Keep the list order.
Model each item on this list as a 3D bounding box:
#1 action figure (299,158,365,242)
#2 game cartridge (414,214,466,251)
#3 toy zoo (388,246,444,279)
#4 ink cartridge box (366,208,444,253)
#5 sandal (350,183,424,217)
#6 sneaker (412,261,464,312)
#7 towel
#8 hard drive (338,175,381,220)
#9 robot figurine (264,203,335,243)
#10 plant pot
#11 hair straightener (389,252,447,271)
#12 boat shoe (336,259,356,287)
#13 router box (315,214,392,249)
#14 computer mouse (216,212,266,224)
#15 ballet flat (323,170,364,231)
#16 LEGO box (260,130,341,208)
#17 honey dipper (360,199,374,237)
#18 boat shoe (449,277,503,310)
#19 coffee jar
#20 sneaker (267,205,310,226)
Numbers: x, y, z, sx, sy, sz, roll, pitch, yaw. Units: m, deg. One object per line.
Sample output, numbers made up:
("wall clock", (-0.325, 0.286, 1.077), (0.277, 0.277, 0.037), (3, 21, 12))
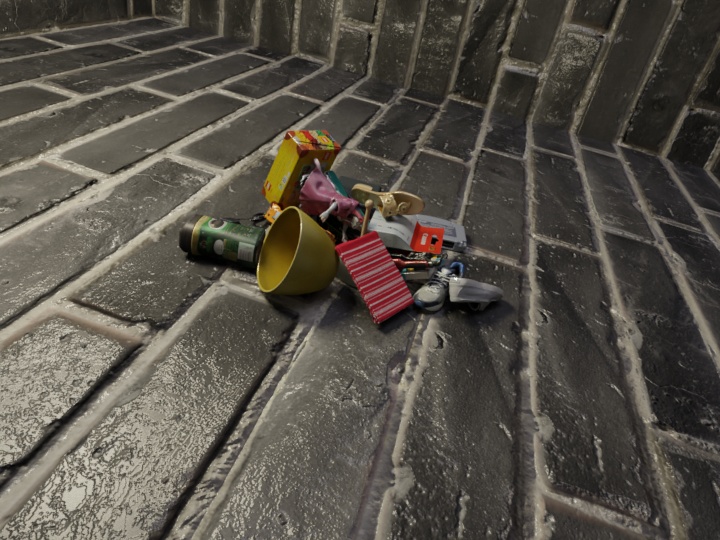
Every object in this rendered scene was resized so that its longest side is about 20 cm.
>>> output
("action figure", (-0.060, -0.171, 1.349), (0.196, 0.134, 0.151), (22, 78, 14))
("game cartridge", (0.221, -0.120, 1.591), (0.195, 0.042, 0.134), (12, 36, -1))
("toy zoo", (0.119, -0.017, 1.344), (0.195, 0.021, 0.132), (-4, 29, 19))
("ink cartridge box", (0.124, -0.111, 1.395), (0.195, 0.048, 0.161), (9, 30, 10))
("sandal", (0.062, -0.168, 1.386), (0.208, 0.079, 0.070), (17, 52, 19))
("sneaker", (0.198, 0.031, 1.310), (0.076, 0.087, 0.199), (30, 37, 25))
("towel", (0.035, 0.011, 1.224), (0.143, 0.022, 0.203), (-24, 83, -42))
("hard drive", (-0.017, -0.215, 1.537), (0.136, 0.033, 0.201), (15, 32, 2))
("robot figurine", (-0.149, -0.105, 1.364), (0.197, 0.059, 0.145), (27, -1, 26))
("plant pot", (-0.132, -0.026, 1.214), (0.140, 0.202, 0.201), (22, 24, -32))
("hair straightener", (0.124, -0.034, 1.299), (0.196, 0.042, 0.077), (-6, 28, 27))
("boat shoe", (0.000, 0.000, 1.294), (0.198, 0.074, 0.062), (33, 48, 16))
("router box", (-0.011, -0.119, 1.483), (0.148, 0.063, 0.199), (-18, 44, -40))
("computer mouse", (-0.327, -0.128, 1.425), (0.058, 0.035, 0.198), (17, 23, 38))
("ballet flat", (-0.049, -0.178, 1.421), (0.071, 0.072, 0.202), (-27, 80, -46))
("LEGO box", (-0.161, -0.271, 1.413), (0.148, 0.201, 0.077), (-17, 58, -49))
("honey dipper", (0.004, -0.083, 1.305), (0.037, 0.204, 0.038), (8, 32, -5))
("boat shoe", (0.289, 0.065, 1.302), (0.071, 0.070, 0.198), (6, -5, 41))
("coffee jar", (-0.336, -0.073, 1.279), (0.195, 0.087, 0.105), (13, 27, -1))
("sneaker", (-0.188, -0.176, 1.498), (0.085, 0.075, 0.200), (25, 35, 16))
